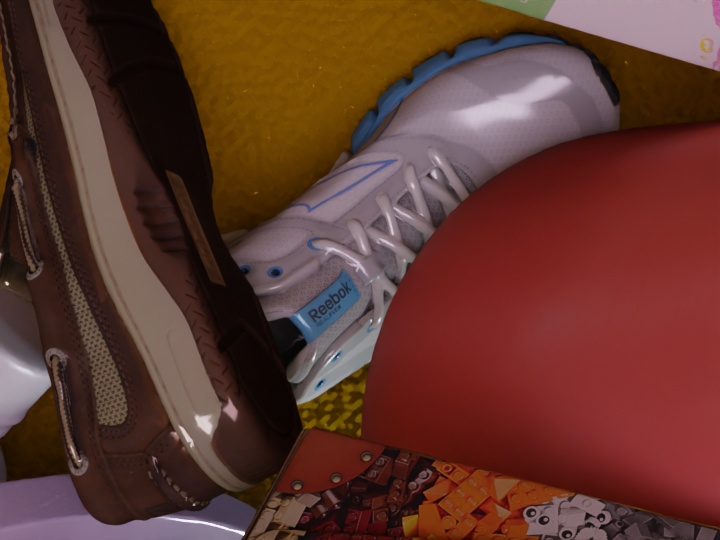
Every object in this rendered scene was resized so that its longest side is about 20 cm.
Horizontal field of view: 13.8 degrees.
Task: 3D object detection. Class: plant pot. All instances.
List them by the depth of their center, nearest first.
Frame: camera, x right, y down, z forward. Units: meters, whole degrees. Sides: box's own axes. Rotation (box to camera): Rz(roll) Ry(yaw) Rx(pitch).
[{"bbox_3d":[0.123,0.040,0.845,0.200,0.177,0.201,4,79,-22],"label":"plant pot"}]

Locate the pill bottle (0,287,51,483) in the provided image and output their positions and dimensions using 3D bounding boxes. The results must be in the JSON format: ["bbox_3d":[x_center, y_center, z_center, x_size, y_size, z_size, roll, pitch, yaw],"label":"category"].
[{"bbox_3d":[-0.188,0.074,0.934,0.109,0.109,0.200,43,100,-13],"label":"pill bottle"}]

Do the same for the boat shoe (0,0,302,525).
[{"bbox_3d":[-0.086,-0.018,0.893,0.075,0.075,0.203,-28,62,16],"label":"boat shoe"}]

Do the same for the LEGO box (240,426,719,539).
[{"bbox_3d":[0.055,0.145,0.807,0.148,0.077,0.200,12,144,25],"label":"LEGO box"}]

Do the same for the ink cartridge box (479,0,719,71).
[{"bbox_3d":[0.124,-0.114,0.847,0.199,0.117,0.067,16,142,-9],"label":"ink cartridge box"}]

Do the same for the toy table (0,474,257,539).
[{"bbox_3d":[-0.077,0.146,0.908,0.199,0.117,0.184,-4,131,-32],"label":"toy table"}]

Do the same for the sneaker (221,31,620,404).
[{"bbox_3d":[0.000,0.000,0.936,0.200,0.087,0.075,-35,102,5],"label":"sneaker"}]
